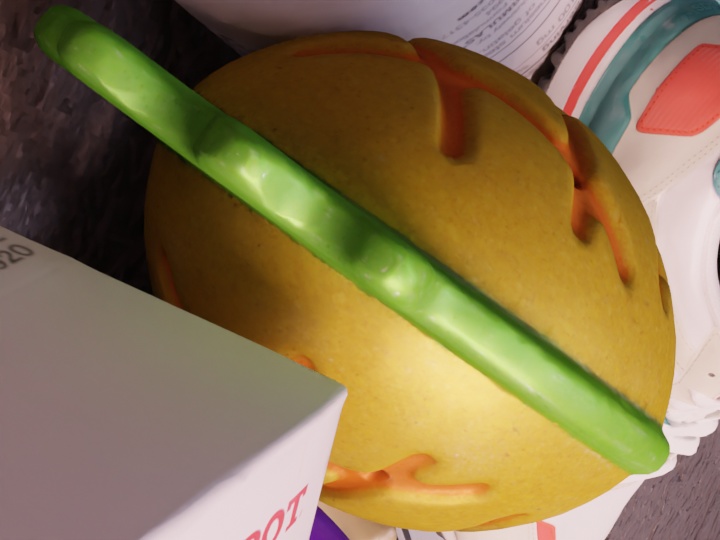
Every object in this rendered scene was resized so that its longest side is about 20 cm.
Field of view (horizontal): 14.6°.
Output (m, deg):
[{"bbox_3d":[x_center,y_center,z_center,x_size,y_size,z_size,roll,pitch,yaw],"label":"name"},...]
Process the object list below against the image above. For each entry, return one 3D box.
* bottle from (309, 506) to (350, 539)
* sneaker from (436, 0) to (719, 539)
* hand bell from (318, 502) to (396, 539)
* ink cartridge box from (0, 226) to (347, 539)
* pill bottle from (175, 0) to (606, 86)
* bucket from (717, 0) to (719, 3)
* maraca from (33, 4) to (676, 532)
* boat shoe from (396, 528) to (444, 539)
[{"bbox_3d":[-0.041,0.082,0.668,0.065,0.200,0.084,-47,155,-37],"label":"bottle"},{"bbox_3d":[0.081,0.024,0.763,0.070,0.093,0.200,-18,134,-43],"label":"sneaker"},{"bbox_3d":[0.006,0.121,0.819,0.104,0.200,0.104,-32,174,-4],"label":"hand bell"},{"bbox_3d":[-0.113,0.104,0.575,0.147,0.144,0.201,-34,142,-59],"label":"ink cartridge box"},{"bbox_3d":[0.012,-0.095,0.752,0.115,0.114,0.200,-66,163,-3],"label":"pill bottle"},{"bbox_3d":[0.208,-0.137,1.246,0.207,0.134,0.208,-55,160,-32],"label":"bucket"},{"bbox_3d":[0.003,-0.004,0.632,0.107,0.137,0.200,-57,147,-2],"label":"maraca"},{"bbox_3d":[-0.008,0.114,0.886,0.071,0.201,0.064,-31,168,40],"label":"boat shoe"}]
